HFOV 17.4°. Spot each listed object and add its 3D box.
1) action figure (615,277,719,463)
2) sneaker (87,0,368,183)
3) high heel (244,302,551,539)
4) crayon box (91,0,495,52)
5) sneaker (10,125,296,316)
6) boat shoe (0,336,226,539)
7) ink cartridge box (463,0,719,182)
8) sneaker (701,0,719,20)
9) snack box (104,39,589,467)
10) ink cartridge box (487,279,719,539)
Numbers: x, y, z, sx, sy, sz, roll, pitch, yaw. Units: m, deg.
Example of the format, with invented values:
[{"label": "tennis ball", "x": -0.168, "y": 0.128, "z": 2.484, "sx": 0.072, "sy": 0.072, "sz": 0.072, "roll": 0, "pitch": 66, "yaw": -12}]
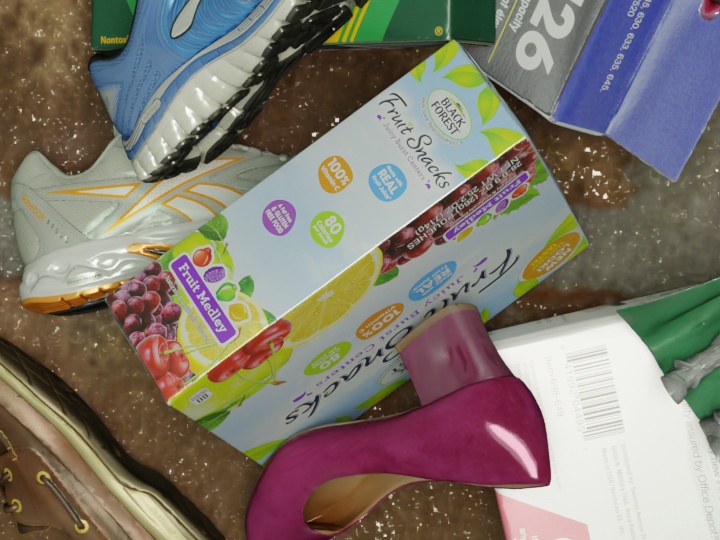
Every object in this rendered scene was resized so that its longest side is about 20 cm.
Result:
[{"label": "action figure", "x": 0.230, "y": 0.010, "z": 1.063, "sx": 0.200, "sy": 0.055, "sz": 0.118, "roll": -36, "pitch": 110, "yaw": 11}, {"label": "sneaker", "x": -0.058, "y": -0.130, "z": 1.065, "sx": 0.200, "sy": 0.078, "sz": 0.089, "roll": -43, "pitch": 80, "yaw": 27}, {"label": "high heel", "x": 0.012, "y": 0.109, "z": 1.121, "sx": 0.200, "sy": 0.067, "sz": 0.097, "roll": -51, "pitch": 54, "yaw": 40}, {"label": "crayon box", "x": -0.034, "y": -0.193, "z": 1.127, "sx": 0.199, "sy": 0.058, "sz": 0.174, "roll": 1, "pitch": 93, "yaw": 28}, {"label": "sneaker", "x": -0.082, "y": -0.046, "z": 1.166, "sx": 0.199, "sy": 0.076, "sz": 0.093, "roll": -16, "pitch": 83, "yaw": -1}, {"label": "boat shoe", "x": -0.152, "y": 0.102, "z": 1.171, "sx": 0.200, "sy": 0.072, "sz": 0.068, "roll": 44, "pitch": 91, "yaw": -2}, {"label": "ink cartridge box", "x": 0.108, "y": -0.176, "z": 1.098, "sx": 0.200, "sy": 0.047, "sz": 0.199, "roll": 38, "pitch": 111, "yaw": 33}, {"label": "sneaker", "x": 0.203, "y": -0.151, "z": 1.132, "sx": 0.200, "sy": 0.079, "sz": 0.095, "roll": 40, "pitch": 130, "yaw": -5}, {"label": "snack box", "x": 0.000, "y": 0.000, "z": 1.111, "sx": 0.199, "sy": 0.169, "sz": 0.068, "roll": -35, "pitch": 68, "yaw": 3}, {"label": "ink cartridge box", "x": 0.162, "y": 0.082, "z": 1.152, "sx": 0.198, "sy": 0.085, "sz": 0.147, "roll": -12, "pitch": 93, "yaw": 4}]
